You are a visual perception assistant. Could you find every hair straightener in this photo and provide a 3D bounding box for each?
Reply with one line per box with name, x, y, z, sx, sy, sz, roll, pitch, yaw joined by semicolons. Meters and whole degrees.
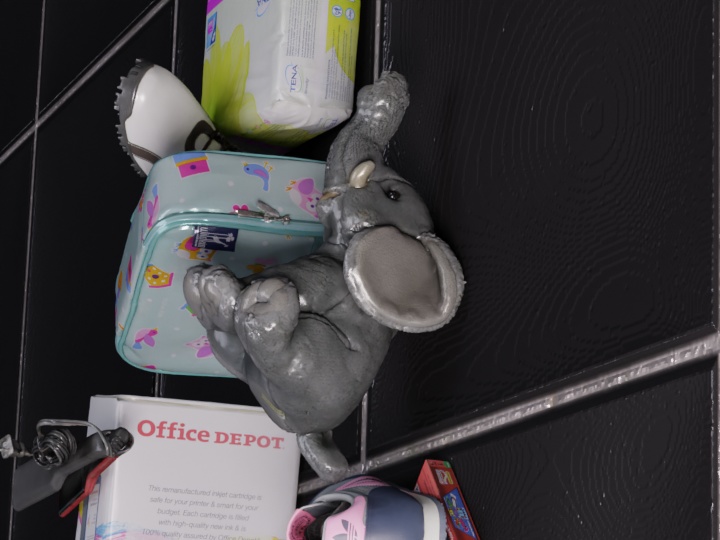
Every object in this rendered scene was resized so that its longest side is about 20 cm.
hair straightener;-0.215;0.137;1.825;0.200;0.077;0.041;150;126;-64

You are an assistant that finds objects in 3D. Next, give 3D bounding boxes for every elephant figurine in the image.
elephant figurine;0.000;0.000;1.673;0.141;0.200;0.155;38;156;42

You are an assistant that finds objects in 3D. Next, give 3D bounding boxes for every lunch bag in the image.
lunch bag;-0.085;-0.001;1.835;0.200;0.160;0.077;115;159;-52

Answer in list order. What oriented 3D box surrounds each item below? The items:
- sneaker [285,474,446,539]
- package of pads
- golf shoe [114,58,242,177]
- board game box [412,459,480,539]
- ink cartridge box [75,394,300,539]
sneaker;-0.016;0.161;1.647;0.200;0.082;0.070;165;111;-69
package of pads;-0.063;-0.168;1.949;0.200;0.068;0.155;157;118;-67
golf shoe;-0.108;-0.077;1.925;0.094;0.200;0.078;3;48;36
board game box;0.056;0.217;1.582;0.200;0.019;0.103;-112;34;-52
ink cartridge box;-0.129;0.194;1.896;0.087;0.145;0.200;179;97;-69
